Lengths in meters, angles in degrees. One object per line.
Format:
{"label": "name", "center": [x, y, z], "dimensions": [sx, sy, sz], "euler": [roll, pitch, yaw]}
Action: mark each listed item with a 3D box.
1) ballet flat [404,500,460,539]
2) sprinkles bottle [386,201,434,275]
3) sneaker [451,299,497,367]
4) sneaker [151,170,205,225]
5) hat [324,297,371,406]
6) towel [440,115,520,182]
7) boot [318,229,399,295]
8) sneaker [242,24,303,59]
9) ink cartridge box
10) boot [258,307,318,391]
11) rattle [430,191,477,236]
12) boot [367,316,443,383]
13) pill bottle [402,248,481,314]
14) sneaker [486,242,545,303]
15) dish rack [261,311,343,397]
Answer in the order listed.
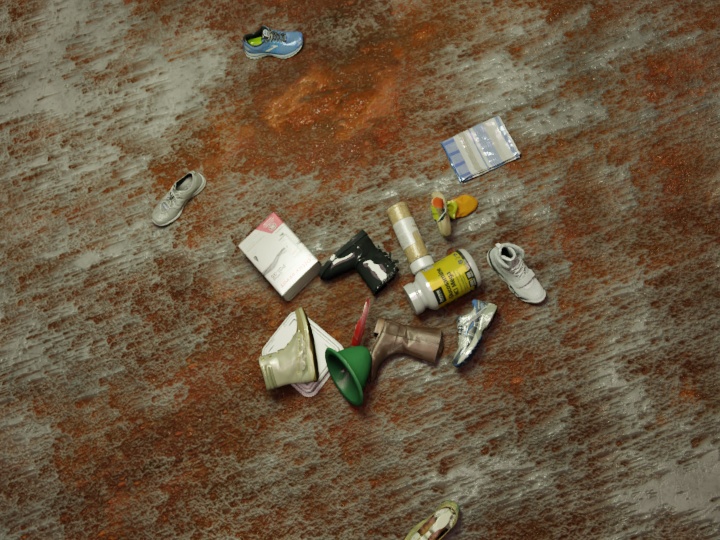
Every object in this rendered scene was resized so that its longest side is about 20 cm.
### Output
{"label": "ballet flat", "center": [0.173, 0.658, 1.490], "dimensions": [0.200, 0.071, 0.071], "euler": [-43, 76, -6]}
{"label": "sprinkles bottle", "center": [0.139, -0.091, 1.676], "dimensions": [0.067, 0.068, 0.203], "euler": [-23, 75, -1]}
{"label": "sneaker", "center": [0.291, 0.167, 1.606], "dimensions": [0.084, 0.077, 0.202], "euler": [27, 72, 21]}
{"label": "sneaker", "center": [-0.550, -0.223, 1.761], "dimensions": [0.074, 0.082, 0.201], "euler": [38, 82, 13]}
{"label": "hat", "center": [0.016, 0.227, 1.571], "dimensions": [0.174, 0.203, 0.165], "euler": [-31, 43, -25]}
{"label": "towel", "center": [0.352, -0.358, 1.746], "dimensions": [0.196, 0.024, 0.149], "euler": [-24, 75, -1]}
{"label": "boot", "center": [0.000, 0.001, 1.668], "dimensions": [0.198, 0.073, 0.163], "euler": [-42, 80, -6]}
{"label": "sneaker", "center": [-0.274, -0.714, 1.855], "dimensions": [0.195, 0.089, 0.080], "euler": [-8, 76, 3]}
{"label": "ink cartridge box", "center": [-0.225, -0.038, 1.687], "dimensions": [0.146, 0.083, 0.200], "euler": [-43, 76, -6]}
{"label": "boot", "center": [-0.198, 0.209, 1.589], "dimensions": [0.151, 0.072, 0.205], "euler": [-12, 75, 4]}
{"label": "rattle", "center": [0.260, -0.170, 1.616], "dimensions": [0.139, 0.200, 0.133], "euler": [0, 76, 5]}
{"label": "boot", "center": [0.123, 0.231, 1.607], "dimensions": [0.195, 0.064, 0.191], "euler": [12, 80, 3]}
{"label": "pill bottle", "center": [0.219, 0.035, 1.615], "dimensions": [0.197, 0.113, 0.114], "euler": [-29, 75, -2]}
{"label": "sneaker", "center": [0.424, 0.005, 1.603], "dimensions": [0.075, 0.115, 0.200], "euler": [-42, 77, -6]}
{"label": "dish rack", "center": [-0.162, 0.226, 1.638], "dimensions": [0.199, 0.044, 0.173], "euler": [37, 82, 13]}
